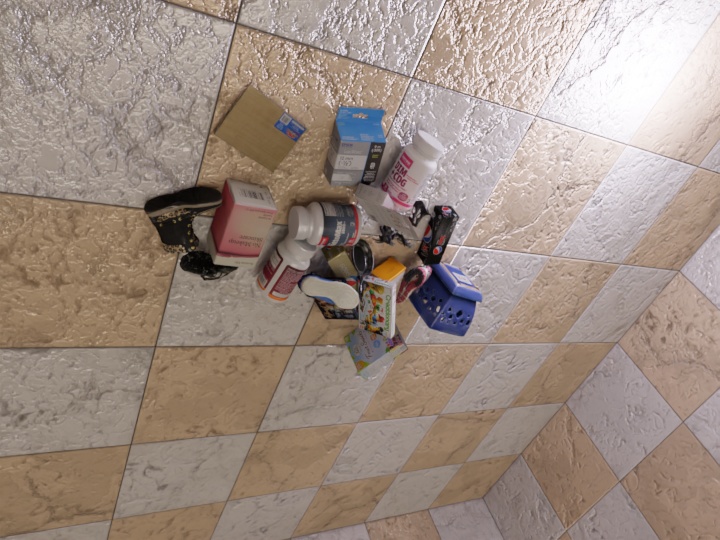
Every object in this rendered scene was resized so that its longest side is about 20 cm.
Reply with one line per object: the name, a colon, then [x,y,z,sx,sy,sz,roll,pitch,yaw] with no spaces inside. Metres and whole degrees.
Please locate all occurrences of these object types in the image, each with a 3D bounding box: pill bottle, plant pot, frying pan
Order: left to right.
pill bottle: [-0.219,-0.014,1.695,0.112,0.116,0.202,16,122,-39]
pill bottle: [-0.103,-0.134,1.642,0.194,0.121,0.122,-1,132,-28]
frying pan: [0.009,-0.001,1.810,0.030,0.198,0.113,-10,174,34]
pill bottle: [0.150,-0.289,1.640,0.111,0.115,0.203,12,124,-37]
plant pot: [0.309,0.091,2.044,0.196,0.201,0.183,16,117,-38]

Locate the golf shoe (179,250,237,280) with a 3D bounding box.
golf shoe: [-0.430,-0.002,1.586,0.093,0.080,0.198,-34,162,28]

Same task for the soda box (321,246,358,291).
soda box: [-0.052,-0.007,1.836,0.066,0.065,0.202,-29,139,1]

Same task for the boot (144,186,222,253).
boot: [-0.446,-0.128,1.485,0.193,0.074,0.154,-14,135,-11]

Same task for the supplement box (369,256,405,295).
supplement box: [0.072,0.072,1.942,0.125,0.073,0.204,-34,149,-44]

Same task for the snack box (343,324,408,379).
snack box: [0.054,0.267,2.082,0.198,0.171,0.068,-36,138,7]

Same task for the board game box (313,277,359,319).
board game box: [-0.085,0.095,1.883,0.131,0.035,0.202,0,144,20]

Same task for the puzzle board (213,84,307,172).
puzzle board: [-0.247,-0.351,1.427,0.151,0.018,0.198,-47,137,16]

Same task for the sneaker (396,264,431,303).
sneaker: [0.172,0.049,1.986,0.074,0.082,0.198,-23,171,-47]

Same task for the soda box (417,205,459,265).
soda box: [0.257,-0.116,1.906,0.068,0.064,0.204,-3,131,-25]

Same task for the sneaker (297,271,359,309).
sneaker: [-0.103,0.060,1.763,0.194,0.111,0.079,15,93,-23]

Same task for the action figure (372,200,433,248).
action figure: [0.134,-0.132,1.795,0.198,0.103,0.119,-38,150,7]

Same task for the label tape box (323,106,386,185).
label tape box: [-0.009,-0.332,1.545,0.139,0.067,0.204,-4,134,-26]

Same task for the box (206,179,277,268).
box: [-0.321,-0.122,1.535,0.124,0.110,0.203,5,128,-33]

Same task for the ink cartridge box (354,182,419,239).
ink cartridge box: [0.086,-0.167,1.638,0.046,0.172,0.200,-64,161,-7]

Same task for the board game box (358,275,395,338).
board game box: [0.054,0.118,1.867,0.035,0.122,0.206,-48,145,-48]
